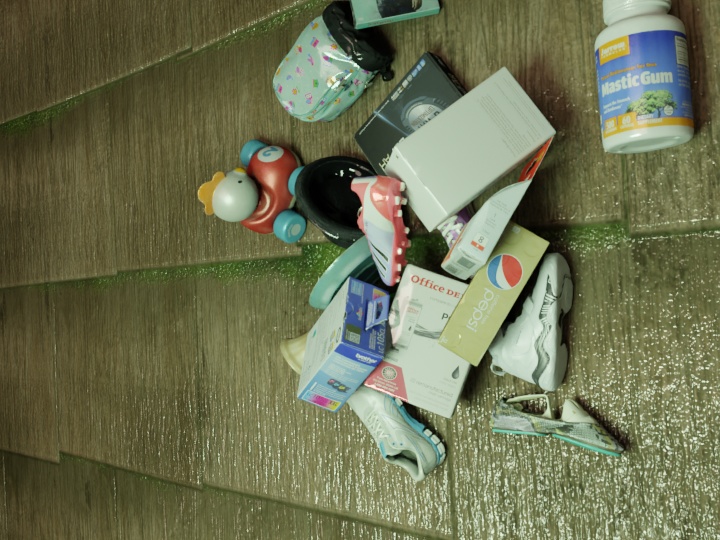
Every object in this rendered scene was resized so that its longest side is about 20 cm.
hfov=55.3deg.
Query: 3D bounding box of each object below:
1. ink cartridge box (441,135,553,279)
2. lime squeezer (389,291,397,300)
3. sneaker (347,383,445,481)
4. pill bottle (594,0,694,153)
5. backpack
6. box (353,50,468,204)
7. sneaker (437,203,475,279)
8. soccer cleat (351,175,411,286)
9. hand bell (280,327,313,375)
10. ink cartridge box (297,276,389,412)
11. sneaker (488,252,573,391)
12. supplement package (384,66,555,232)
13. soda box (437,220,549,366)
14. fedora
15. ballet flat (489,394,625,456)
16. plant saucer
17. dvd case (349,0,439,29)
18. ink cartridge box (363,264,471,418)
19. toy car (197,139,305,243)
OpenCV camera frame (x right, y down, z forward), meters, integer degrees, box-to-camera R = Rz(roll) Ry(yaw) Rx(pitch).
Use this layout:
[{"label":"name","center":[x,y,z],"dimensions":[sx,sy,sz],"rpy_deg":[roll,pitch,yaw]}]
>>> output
[{"label":"ink cartridge box","center":[0.188,-0.091,0.968],"dimensions":[0.050,0.162,0.201],"rpy_deg":[27,83,3]},{"label":"lime squeezer","center":[-0.005,0.095,1.199],"dimensions":[0.071,0.038,0.200],"rpy_deg":[43,98,24]},{"label":"sneaker","center":[0.047,0.265,1.133],"dimensions":[0.200,0.087,0.075],"rpy_deg":[39,125,11]},{"label":"pill bottle","center":[0.366,-0.262,0.895],"dimensions":[0.112,0.112,0.201],"rpy_deg":[-6,87,38]},{"label":"backpack","center":[-0.059,-0.359,1.223],"dimensions":[0.200,0.126,0.167],"rpy_deg":[-43,69,33]},{"label":"box","center":[0.097,-0.235,1.151],"dimensions":[0.200,0.043,0.161],"rpy_deg":[-44,64,30]},{"label":"sneaker","center":[0.140,-0.068,1.077],"dimensions":[0.073,0.114,0.201],"rpy_deg":[-35,71,31]},{"label":"soccer cleat","center":[0.031,-0.059,1.025],"dimensions":[0.076,0.067,0.201],"rpy_deg":[12,139,16]},{"label":"hand bell","center":[-0.044,0.100,1.259],"dimensions":[0.200,0.104,0.104],"rpy_deg":[-46,63,15]},{"label":"ink cartridge box","center":[-0.021,0.107,1.063],"dimensions":[0.137,0.076,0.200],"rpy_deg":[-83,20,-44]},{"label":"sneaker","center":[0.245,0.072,1.017],"dimensions":[0.114,0.075,0.201],"rpy_deg":[6,97,36]},{"label":"supplement package","center":[0.151,-0.169,0.985],"dimensions":[0.200,0.120,0.121],"rpy_deg":[-36,87,-9]},{"label":"soda box","center":[0.186,0.032,0.975],"dimensions":[0.068,0.064,0.201],"rpy_deg":[30,94,8]},{"label":"fedora","center":[-0.026,-0.105,1.202],"dimensions":[0.201,0.200,0.092],"rpy_deg":[51,150,26]},{"label":"ballet flat","center":[0.282,0.217,0.998],"dimensions":[0.199,0.072,0.073],"rpy_deg":[4,93,37]},{"label":"plant saucer","center":[0.000,0.000,1.137],"dimensions":[0.027,0.200,0.200],"rpy_deg":[48,118,16]},{"label":"dvd case","center":[0.041,-0.513,1.153],"dimensions":[0.145,0.022,0.201],"rpy_deg":[-11,80,-2]},{"label":"ink cartridge box","center":[0.108,0.106,1.065],"dimensions":[0.146,0.083,0.201],"rpy_deg":[19,87,12]},{"label":"toy car","center":[-0.216,-0.157,1.302],"dimensions":[0.184,0.200,0.178],"rpy_deg":[32,110,33]}]
